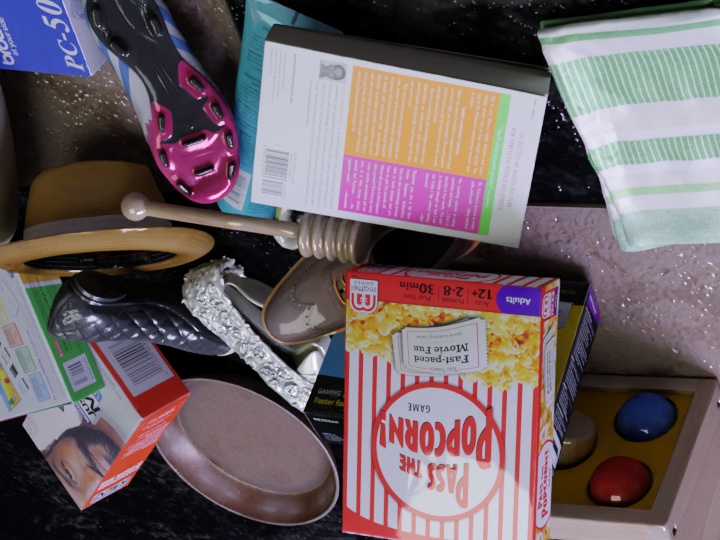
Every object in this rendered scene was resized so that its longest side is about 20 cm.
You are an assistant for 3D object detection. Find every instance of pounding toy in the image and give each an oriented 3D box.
[{"bbox_3d":[0.171,0.166,1.360,0.200,0.184,0.142,1,131,30],"label":"pounding toy"}]

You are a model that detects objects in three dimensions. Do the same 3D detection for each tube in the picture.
[{"bbox_3d":[-0.070,-0.121,1.320,0.077,0.050,0.200,21,135,2],"label":"tube"}]

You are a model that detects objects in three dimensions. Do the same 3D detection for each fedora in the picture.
[{"bbox_3d":[-0.218,-0.044,1.425,0.200,0.082,0.201,-4,173,0],"label":"fedora"}]

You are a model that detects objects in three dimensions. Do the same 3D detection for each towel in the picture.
[{"bbox_3d":[0.219,-0.096,1.191,0.152,0.023,0.200,-4,129,32],"label":"towel"}]

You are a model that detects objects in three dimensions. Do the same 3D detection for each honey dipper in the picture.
[{"bbox_3d":[-0.090,-0.038,1.299,0.200,0.038,0.038,10,136,19],"label":"honey dipper"}]

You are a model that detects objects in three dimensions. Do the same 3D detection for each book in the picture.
[{"bbox_3d":[0.026,-0.093,1.224,0.200,0.048,0.134,11,122,4],"label":"book"}]

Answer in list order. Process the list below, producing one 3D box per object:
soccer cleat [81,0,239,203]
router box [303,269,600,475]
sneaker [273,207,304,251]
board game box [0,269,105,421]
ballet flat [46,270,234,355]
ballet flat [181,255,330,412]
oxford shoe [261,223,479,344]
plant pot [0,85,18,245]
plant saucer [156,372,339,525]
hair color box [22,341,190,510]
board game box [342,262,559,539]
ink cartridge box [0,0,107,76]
[{"bbox_3d":[-0.148,-0.148,1.312,0.070,0.086,0.200,-25,116,2],"label":"soccer cleat"},{"bbox_3d":[0.073,0.073,1.347,0.200,0.149,0.051,5,147,25],"label":"router box"},{"bbox_3d":[-0.006,-0.081,1.297,0.075,0.076,0.200,32,138,0],"label":"sneaker"},{"bbox_3d":[-0.336,0.062,1.603,0.200,0.040,0.153,-15,98,46],"label":"board game box"},{"bbox_3d":[-0.184,0.042,1.480,0.200,0.066,0.057,16,123,-43],"label":"ballet flat"},{"bbox_3d":[-0.068,0.061,1.481,0.200,0.072,0.072,39,139,-13],"label":"ballet flat"},{"bbox_3d":[0.000,0.000,1.323,0.200,0.073,0.071,-33,92,19],"label":"oxford shoe"},{"bbox_3d":[-0.364,-0.092,1.438,0.187,0.187,0.200,12,152,19],"label":"plant pot"},{"bbox_3d":[-0.107,0.165,1.636,0.200,0.035,0.200,16,137,15],"label":"plant saucer"},{"bbox_3d":[-0.246,0.133,1.634,0.111,0.064,0.200,52,142,13],"label":"hair color box"},{"bbox_3d":[0.065,0.100,1.251,0.151,0.046,0.200,4,100,23],"label":"board game box"},{"bbox_3d":[-0.263,-0.244,1.306,0.094,0.044,0.200,8,135,26],"label":"ink cartridge box"}]
